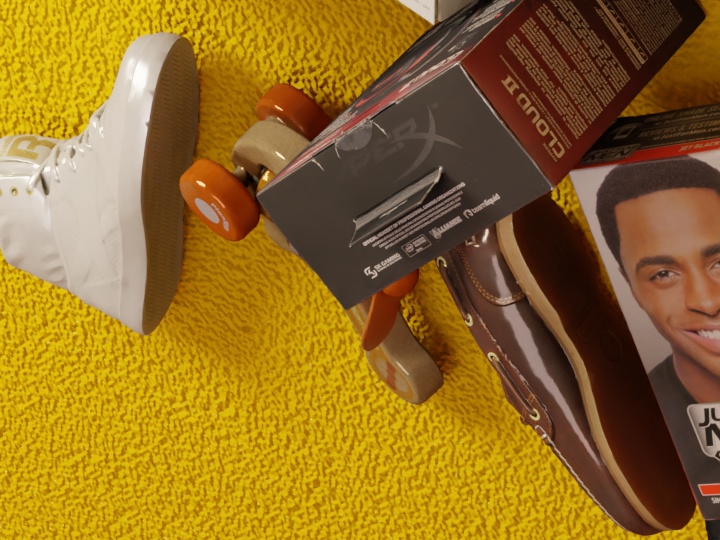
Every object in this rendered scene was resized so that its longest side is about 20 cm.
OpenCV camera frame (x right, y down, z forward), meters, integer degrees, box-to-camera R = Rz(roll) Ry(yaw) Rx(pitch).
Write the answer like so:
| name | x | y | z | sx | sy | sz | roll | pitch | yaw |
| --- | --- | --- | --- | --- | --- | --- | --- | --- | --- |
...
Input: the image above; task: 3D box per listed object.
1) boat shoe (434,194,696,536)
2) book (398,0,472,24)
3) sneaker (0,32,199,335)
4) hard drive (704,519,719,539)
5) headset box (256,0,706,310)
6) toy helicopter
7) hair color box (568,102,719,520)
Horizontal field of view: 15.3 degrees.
| name | x | y | z | sx | sy | sz | roll | pitch | yaw |
| --- | --- | --- | --- | --- | --- | --- | --- | --- | --- |
| boat shoe | 0.107 | 0.051 | 1.404 | 0.070 | 0.070 | 0.200 | -21 | 99 | 40 |
| book | 0.001 | -0.229 | 1.231 | 0.134 | 0.048 | 0.200 | 34 | 146 | 31 |
| sneaker | -0.156 | -0.060 | 1.493 | 0.115 | 0.074 | 0.200 | 23 | 131 | 14 |
| hard drive | 0.231 | 0.063 | 1.354 | 0.139 | 0.033 | 0.200 | 6 | 122 | 30 |
| headset box | 0.054 | -0.074 | 1.262 | 0.149 | 0.200 | 0.075 | -31 | 100 | 41 |
| toy helicopter | 0.000 | 0.000 | 1.426 | 0.132 | 0.079 | 0.200 | 22 | 151 | 47 |
| hair color box | 0.185 | 0.020 | 1.290 | 0.101 | 0.061 | 0.200 | -8 | 114 | 37 |
